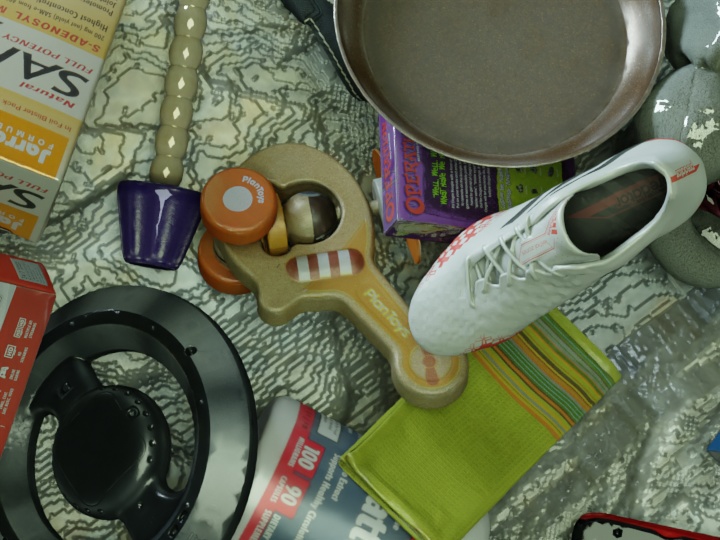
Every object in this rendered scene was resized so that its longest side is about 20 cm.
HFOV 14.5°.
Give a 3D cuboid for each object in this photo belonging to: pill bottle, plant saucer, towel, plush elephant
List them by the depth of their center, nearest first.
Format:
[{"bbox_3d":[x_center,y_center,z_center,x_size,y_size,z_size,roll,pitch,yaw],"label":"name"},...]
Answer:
[{"bbox_3d":[0.082,-0.146,1.682,0.199,0.032,0.202,2,67,-4],"label":"plant saucer"},{"bbox_3d":[0.011,0.171,1.694,0.199,0.120,0.120,27,85,-5],"label":"pill bottle"},{"bbox_3d":[0.075,0.087,1.695,0.086,0.018,0.200,42,50,8],"label":"towel"},{"bbox_3d":[0.215,-0.076,1.708,0.199,0.155,0.166,18,86,-6],"label":"plush elephant"}]

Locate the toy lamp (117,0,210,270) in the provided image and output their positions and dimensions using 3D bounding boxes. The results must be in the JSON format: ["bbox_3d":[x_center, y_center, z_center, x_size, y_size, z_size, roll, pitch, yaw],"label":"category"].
[{"bbox_3d":[-0.111,-0.101,1.722,0.058,0.058,0.201,11,85,-6],"label":"toy lamp"}]

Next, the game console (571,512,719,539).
[{"bbox_3d":[0.199,0.262,1.726,0.176,0.031,0.201,11,85,2],"label":"game console"}]

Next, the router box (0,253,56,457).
[{"bbox_3d":[-0.293,0.073,1.640,0.178,0.049,0.201,13,109,-22],"label":"router box"}]

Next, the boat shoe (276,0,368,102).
[{"bbox_3d":[-0.031,-0.192,1.731,0.060,0.076,0.201,-16,100,22],"label":"boat shoe"}]

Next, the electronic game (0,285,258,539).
[{"bbox_3d":[-0.146,0.108,1.669,0.199,0.042,0.202,-8,73,29],"label":"electronic game"}]

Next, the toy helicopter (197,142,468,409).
[{"bbox_3d":[0.000,0.000,1.698,0.132,0.079,0.200,-34,68,-22],"label":"toy helicopter"}]

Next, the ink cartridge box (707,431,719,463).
[{"bbox_3d":[0.338,0.081,1.754,0.146,0.084,0.200,39,85,-4],"label":"ink cartridge box"}]

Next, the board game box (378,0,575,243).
[{"bbox_3d":[0.069,-0.110,1.711,0.119,0.032,0.201,9,64,-23],"label":"board game box"}]

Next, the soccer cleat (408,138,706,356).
[{"bbox_3d":[0.106,-0.013,1.606,0.199,0.085,0.069,-30,87,17],"label":"soccer cleat"}]

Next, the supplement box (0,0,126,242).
[{"bbox_3d":[-0.212,-0.132,1.655,0.125,0.074,0.201,20,55,-8],"label":"supplement box"}]
